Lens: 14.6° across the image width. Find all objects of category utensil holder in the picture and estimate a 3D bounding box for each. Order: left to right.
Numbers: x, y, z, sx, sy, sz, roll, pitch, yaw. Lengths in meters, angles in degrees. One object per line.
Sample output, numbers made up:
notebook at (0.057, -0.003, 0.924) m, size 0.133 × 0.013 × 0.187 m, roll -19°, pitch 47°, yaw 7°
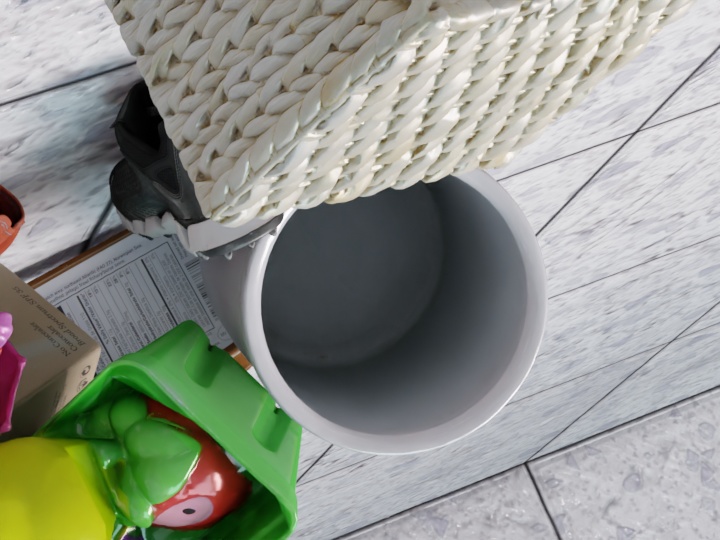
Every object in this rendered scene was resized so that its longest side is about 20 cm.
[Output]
utensil holder at (0.000, 0.000, 1.596) m, size 0.169 × 0.171 × 0.200 m, roll -23°, pitch -166°, yaw -7°

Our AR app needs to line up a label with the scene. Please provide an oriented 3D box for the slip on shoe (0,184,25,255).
slip on shoe at (-0.215, -0.037, 1.408) m, size 0.061 × 0.074 × 0.200 m, roll -47°, pitch 167°, yaw -2°

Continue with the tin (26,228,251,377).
tin at (-0.143, 0.036, 1.725) m, size 0.199 × 0.112 × 0.042 m, roll -30°, pitch 159°, yaw -3°

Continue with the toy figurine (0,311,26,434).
toy figurine at (-0.252, 0.049, 1.450) m, size 0.183 × 0.151 × 0.200 m, roll -7°, pitch 157°, yaw -41°

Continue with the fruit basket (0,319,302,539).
fruit basket at (-0.148, 0.139, 1.524) m, size 0.216 × 0.155 × 0.216 m, roll -45°, pitch -172°, yaw 8°

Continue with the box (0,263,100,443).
box at (-0.250, 0.087, 1.590) m, size 0.200 × 0.095 × 0.078 m, roll -38°, pitch 159°, yaw -44°

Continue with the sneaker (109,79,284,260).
sneaker at (-0.100, -0.064, 1.506) m, size 0.066 × 0.091 × 0.200 m, roll -28°, pitch -165°, yaw -13°

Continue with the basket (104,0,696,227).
basket at (0.019, -0.142, 1.181) m, size 0.197 × 0.162 × 0.200 m, roll -14°, pitch 162°, yaw -39°
